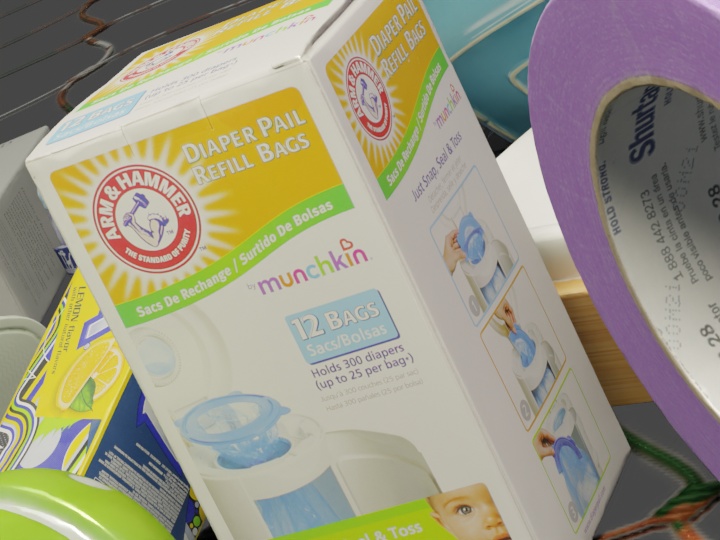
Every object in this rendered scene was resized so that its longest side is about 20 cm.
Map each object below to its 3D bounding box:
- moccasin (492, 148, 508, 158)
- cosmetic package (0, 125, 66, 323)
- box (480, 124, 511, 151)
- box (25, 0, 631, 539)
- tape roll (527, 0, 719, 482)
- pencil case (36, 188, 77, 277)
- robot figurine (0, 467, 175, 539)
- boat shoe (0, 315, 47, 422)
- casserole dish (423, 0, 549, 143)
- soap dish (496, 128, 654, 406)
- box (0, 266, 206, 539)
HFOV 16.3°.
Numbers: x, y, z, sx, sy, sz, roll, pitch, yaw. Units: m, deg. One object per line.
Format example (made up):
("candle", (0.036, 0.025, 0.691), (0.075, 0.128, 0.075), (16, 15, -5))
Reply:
("moccasin", (0.000, 0.000, 1.076), (0.200, 0.081, 0.068), (-29, 28, -15))
("cosmetic package", (-0.227, -0.009, 1.456), (0.101, 0.071, 0.200), (-22, 16, 11))
("box", (0.030, -0.085, 1.199), (0.200, 0.079, 0.141), (-41, -15, -43))
("box", (-0.006, 0.014, 0.839), (0.112, 0.200, 0.101), (-17, 18, 26))
("tape roll", (0.132, -0.008, 0.704), (0.066, 0.200, 0.200), (-31, 17, -19))
("pencil case", (-0.077, -0.060, 1.361), (0.200, 0.091, 0.083), (-26, 16, -4))
("robot figurine", (-0.121, 0.139, 0.771), (0.175, 0.116, 0.200), (-2, 26, 34))
("boat shoe", (-0.238, 0.076, 1.205), (0.200, 0.076, 0.060), (-27, 22, -10))
("casserole dish", (0.104, -0.105, 1.013), (0.200, 0.121, 0.039), (-28, 48, 35))
("soap dish", (0.125, -0.013, 0.943), (0.200, 0.081, 0.157), (-10, 22, 42))
("box", (-0.083, 0.037, 0.996), (0.070, 0.064, 0.200), (-10, 45, 42))
